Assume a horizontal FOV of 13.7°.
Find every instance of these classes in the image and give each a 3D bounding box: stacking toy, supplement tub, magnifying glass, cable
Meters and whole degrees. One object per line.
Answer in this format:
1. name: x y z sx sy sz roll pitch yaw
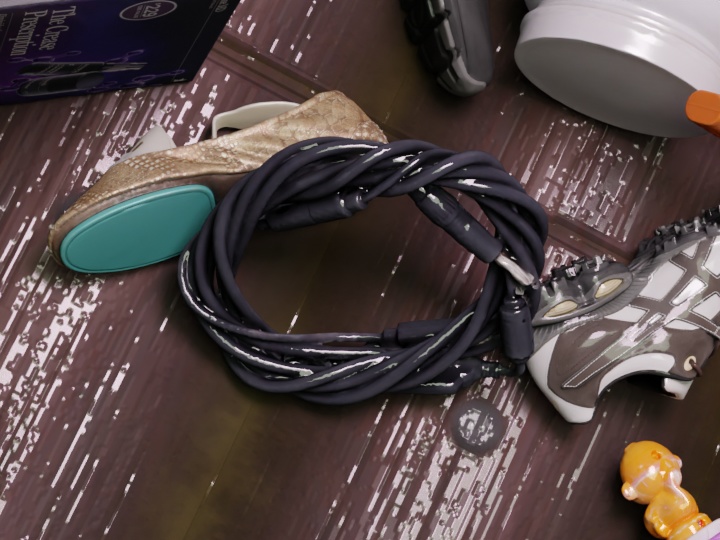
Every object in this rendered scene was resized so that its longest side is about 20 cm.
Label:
1. stacking toy: 0.205 0.179 1.650 0.116 0.110 0.200 -28 75 -31
2. supplement tub: 0.175 -0.190 1.683 0.144 0.144 0.201 23 75 -8
3. magnifying glass: 0.243 -0.061 1.667 0.200 0.079 0.023 21 88 -49
4. cable: 0.000 0.000 1.612 0.199 0.164 0.051 4 38 1

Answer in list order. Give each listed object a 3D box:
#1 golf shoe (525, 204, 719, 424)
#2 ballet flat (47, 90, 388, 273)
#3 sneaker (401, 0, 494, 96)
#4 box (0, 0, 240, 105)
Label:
1. golf shoe: 0.182 0.020 1.686 0.199 0.078 0.095 -22 91 -7
2. ballet flat: -0.084 -0.053 1.649 0.199 0.071 0.065 -14 55 -18
3. sneaker: 0.059 -0.199 1.695 0.079 0.075 0.201 -8 81 -16
4. box: -0.144 -0.151 1.573 0.140 0.200 0.079 -11 81 -14
